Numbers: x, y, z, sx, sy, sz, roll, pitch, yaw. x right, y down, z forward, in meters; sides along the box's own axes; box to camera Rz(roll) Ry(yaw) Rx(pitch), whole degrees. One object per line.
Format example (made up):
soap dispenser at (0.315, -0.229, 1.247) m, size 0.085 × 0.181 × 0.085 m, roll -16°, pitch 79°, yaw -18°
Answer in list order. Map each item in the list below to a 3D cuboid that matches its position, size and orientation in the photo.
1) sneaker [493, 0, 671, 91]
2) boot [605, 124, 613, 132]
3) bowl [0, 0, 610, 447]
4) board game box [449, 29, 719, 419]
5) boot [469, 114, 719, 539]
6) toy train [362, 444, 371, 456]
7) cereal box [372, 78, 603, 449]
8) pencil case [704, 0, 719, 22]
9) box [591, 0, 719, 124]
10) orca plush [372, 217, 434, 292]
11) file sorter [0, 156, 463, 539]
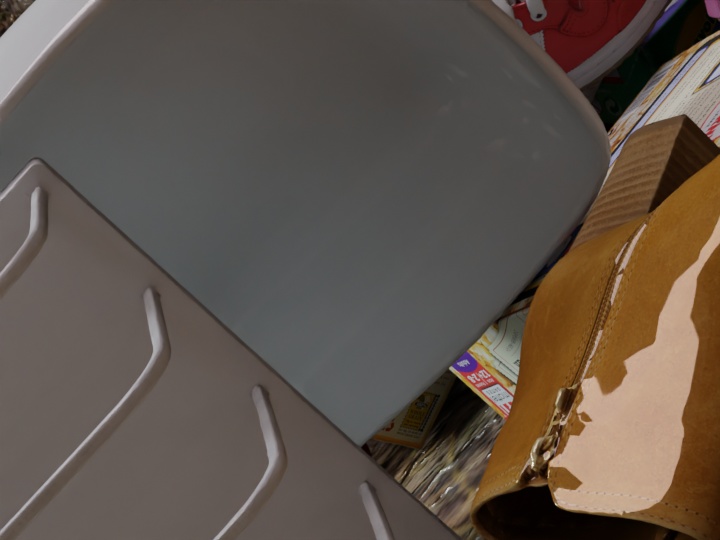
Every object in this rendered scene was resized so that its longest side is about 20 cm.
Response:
sneaker at (0.025, -0.098, 1.120) m, size 0.200 × 0.071 × 0.112 m, roll -35°, pitch -32°, yaw 23°
boot at (0.061, -0.025, 1.282) m, size 0.131 × 0.070 × 0.200 m, roll -22°, pitch 33°, yaw 55°
bowl at (-0.041, -0.036, 0.984) m, size 0.200 × 0.199 × 0.075 m, roll -45°, pitch 38°, yaw 13°
board game box at (0.116, -0.028, 1.017) m, size 0.152 × 0.046 × 0.200 m, roll -51°, pitch 7°, yaw -19°
boot at (0.116, 0.011, 0.802) m, size 0.201 × 0.071 × 0.144 m, roll -20°, pitch 41°, yaw 50°
toy train at (-0.058, 0.102, 1.251) m, size 0.116 × 0.084 × 0.200 m, roll -58°, pitch 7°, yaw 0°
cereal box at (0.017, -0.048, 1.231) m, size 0.144 × 0.039 × 0.201 m, roll 40°, pitch 107°, yaw 46°
pencil case at (0.190, -0.159, 1.144) m, size 0.087 × 0.083 × 0.200 m, roll -51°, pitch 4°, yaw 41°
box at (0.145, -0.141, 1.264) m, size 0.117 × 0.048 × 0.200 m, roll 7°, pitch 45°, yaw 49°
orca plush at (0.000, 0.000, 1.150) m, size 0.071 × 0.106 × 0.200 m, roll -27°, pitch -8°, yaw -28°
file sorter at (-0.067, 0.091, 0.878) m, size 0.139 × 0.200 × 0.125 m, roll -47°, pitch 11°, yaw 2°
